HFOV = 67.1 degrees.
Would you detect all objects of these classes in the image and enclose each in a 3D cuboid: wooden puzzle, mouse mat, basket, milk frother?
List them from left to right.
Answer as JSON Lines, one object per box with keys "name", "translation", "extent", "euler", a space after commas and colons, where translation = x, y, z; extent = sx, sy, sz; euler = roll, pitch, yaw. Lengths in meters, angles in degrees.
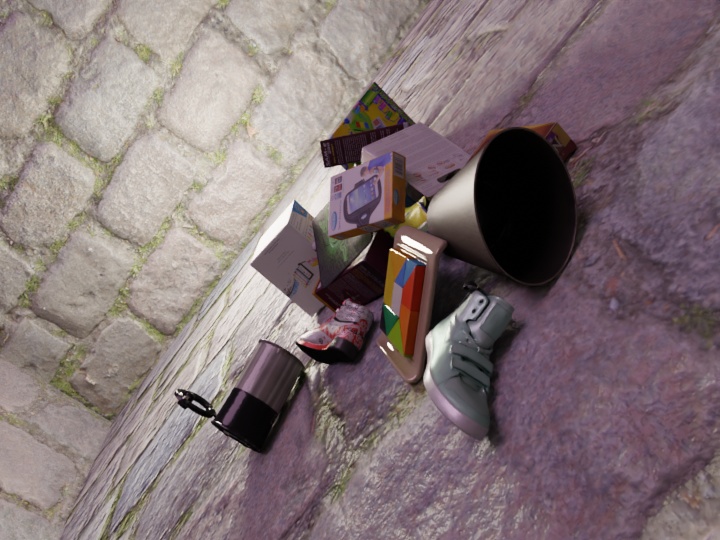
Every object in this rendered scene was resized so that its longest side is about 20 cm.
{"name": "milk frother", "translation": [-0.249, 0.234, 1.113], "extent": [0.179, 0.198, 0.191], "euler": [-26, 31, 60]}
{"name": "mouse mat", "translation": [-0.042, -0.083, 1.089], "extent": [0.161, 0.007, 0.204], "euler": [-44, 40, 30]}
{"name": "wooden puzzle", "translation": [0.066, 0.041, 0.824], "extent": [0.185, 0.036, 0.207], "euler": [-139, 59, -72]}
{"name": "basket", "translation": [0.172, -0.077, 0.727], "extent": [0.132, 0.186, 0.200], "euler": [-16, 5, -12]}

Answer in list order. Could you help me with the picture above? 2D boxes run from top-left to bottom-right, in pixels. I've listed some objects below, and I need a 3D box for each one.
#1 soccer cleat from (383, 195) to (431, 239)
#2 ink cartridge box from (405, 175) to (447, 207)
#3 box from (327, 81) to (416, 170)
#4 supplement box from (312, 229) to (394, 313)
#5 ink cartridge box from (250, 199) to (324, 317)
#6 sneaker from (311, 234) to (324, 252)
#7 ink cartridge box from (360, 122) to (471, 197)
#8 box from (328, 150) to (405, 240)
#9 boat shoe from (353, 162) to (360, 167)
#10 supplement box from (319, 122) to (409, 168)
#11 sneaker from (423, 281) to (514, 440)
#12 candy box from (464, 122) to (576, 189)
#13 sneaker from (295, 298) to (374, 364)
{"name": "soccer cleat", "translation": [0.104, -0.092, 0.955], "extent": [0.198, 0.063, 0.087], "euler": [22, 118, 55]}
{"name": "ink cartridge box", "translation": [0.116, -0.175, 1.152], "extent": [0.203, 0.066, 0.115], "euler": [-61, 19, -20]}
{"name": "box", "translation": [0.045, -0.301, 1.308], "extent": [0.193, 0.199, 0.122], "euler": [-47, 5, 11]}
{"name": "supplement box", "translation": [0.000, 0.000, 1.094], "extent": [0.198, 0.085, 0.112], "euler": [-31, 27, 49]}
{"name": "ink cartridge box", "translation": [-0.136, -0.029, 1.301], "extent": [0.144, 0.199, 0.148], "euler": [-42, 20, 19]}
{"name": "sneaker", "translation": [-0.037, -0.060, 1.238], "extent": [0.077, 0.112, 0.200], "euler": [-40, 6, 25]}
{"name": "ink cartridge box", "translation": [0.118, -0.199, 1.032], "extent": [0.158, 0.051, 0.200], "euler": [-27, 52, -25]}
{"name": "box", "translation": [0.001, -0.131, 1.004], "extent": [0.196, 0.041, 0.124], "euler": [-12, 72, 45]}
{"name": "boat shoe", "translation": [0.017, -0.196, 1.164], "extent": [0.200, 0.058, 0.077], "euler": [-148, 57, -81]}
{"name": "supplement box", "translation": [0.016, -0.276, 1.195], "extent": [0.193, 0.063, 0.109], "euler": [-10, 12, 9]}
{"name": "sneaker", "translation": [0.131, 0.090, 0.623], "extent": [0.119, 0.073, 0.202], "euler": [-53, 15, 21]}
{"name": "candy box", "translation": [0.237, -0.167, 0.865], "extent": [0.118, 0.056, 0.200], "euler": [-53, 20, -1]}
{"name": "sneaker", "translation": [-0.047, 0.115, 1.039], "extent": [0.199, 0.067, 0.110], "euler": [-13, 42, 58]}
